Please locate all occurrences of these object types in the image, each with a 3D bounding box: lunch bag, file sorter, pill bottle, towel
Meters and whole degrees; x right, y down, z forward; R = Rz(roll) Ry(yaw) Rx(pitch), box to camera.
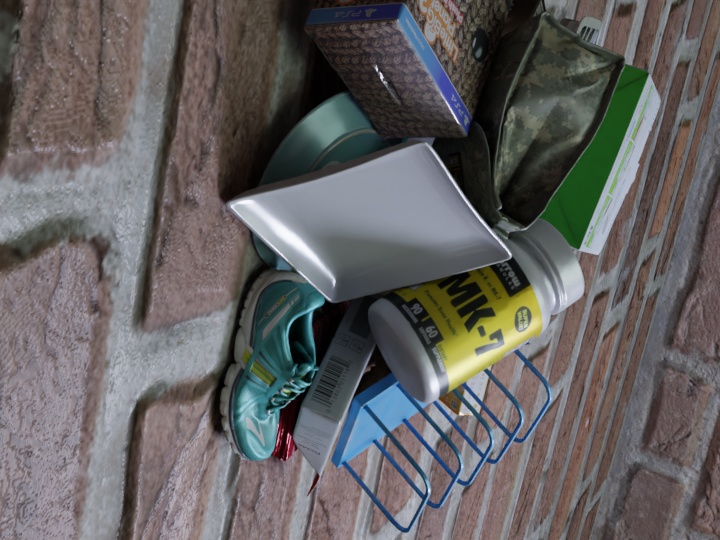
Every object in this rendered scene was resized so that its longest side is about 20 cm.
[{"bbox_3d":[0.145,-0.127,1.132,0.202,0.117,0.164,-66,-168,-7],"label":"lunch bag"},{"bbox_3d":[0.090,0.165,1.252,0.199,0.123,0.139,-31,157,-30],"label":"file sorter"},{"bbox_3d":[0.117,0.036,1.162,0.199,0.114,0.115,-31,143,-15],"label":"pill bottle"},{"bbox_3d":[-0.045,0.108,1.264,0.200,0.022,0.146,-34,137,-68],"label":"towel"}]

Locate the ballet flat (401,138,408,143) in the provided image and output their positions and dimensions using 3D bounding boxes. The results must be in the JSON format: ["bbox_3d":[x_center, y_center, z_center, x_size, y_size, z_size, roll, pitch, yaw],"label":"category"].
[{"bbox_3d":[0.043,-0.185,1.191,0.200,0.065,0.071,-47,149,-2],"label":"ballet flat"}]

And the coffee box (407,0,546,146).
[{"bbox_3d":[0.120,-0.219,1.289,0.202,0.112,0.080,-65,156,-15],"label":"coffee box"}]

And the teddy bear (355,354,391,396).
[{"bbox_3d":[0.064,0.113,1.421,0.067,0.144,0.201,52,46,-19],"label":"teddy bear"}]

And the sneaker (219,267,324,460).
[{"bbox_3d":[-0.084,0.099,1.129,0.077,0.079,0.202,-24,130,-59],"label":"sneaker"}]

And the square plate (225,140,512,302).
[{"bbox_3d":[0.012,-0.044,1.055,0.198,0.198,0.029,46,38,-48],"label":"square plate"}]

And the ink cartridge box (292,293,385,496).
[{"bbox_3d":[-0.030,0.133,1.255,0.201,0.047,0.161,111,2,-56],"label":"ink cartridge box"}]

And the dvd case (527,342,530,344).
[{"bbox_3d":[0.173,-0.033,1.370,0.150,0.024,0.202,41,52,-51],"label":"dvd case"}]

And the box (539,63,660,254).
[{"bbox_3d":[0.256,-0.127,1.304,0.202,0.096,0.176,-70,163,7],"label":"box"}]

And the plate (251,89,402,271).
[{"bbox_3d":[-0.023,-0.080,1.124,0.199,0.026,0.201,-35,146,-28],"label":"plate"}]

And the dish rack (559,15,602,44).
[{"bbox_3d":[0.218,-0.199,1.344,0.171,0.043,0.202,-26,135,-69],"label":"dish rack"}]

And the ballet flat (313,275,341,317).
[{"bbox_3d":[0.000,0.000,1.187,0.199,0.057,0.066,-37,174,-6],"label":"ballet flat"}]

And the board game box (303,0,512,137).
[{"bbox_3d":[0.055,-0.250,1.064,0.160,0.096,0.202,49,53,-48],"label":"board game box"}]

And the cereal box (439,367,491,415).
[{"bbox_3d":[0.126,0.065,1.496,0.039,0.144,0.202,4,106,-28],"label":"cereal box"}]
